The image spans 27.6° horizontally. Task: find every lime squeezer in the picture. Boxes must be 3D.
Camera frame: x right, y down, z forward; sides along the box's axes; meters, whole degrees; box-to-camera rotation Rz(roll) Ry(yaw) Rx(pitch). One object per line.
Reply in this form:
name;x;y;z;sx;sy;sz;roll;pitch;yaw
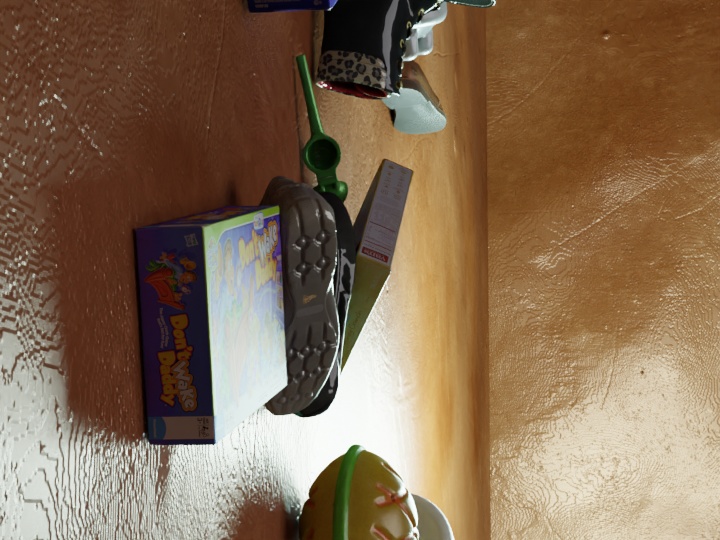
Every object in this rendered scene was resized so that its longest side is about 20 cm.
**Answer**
lime squeezer;-0.032;-0.105;1.388;0.071;0.037;0.201;-81;165;-45

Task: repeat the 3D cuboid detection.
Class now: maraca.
maraca;-0.003;0.255;1.304;0.137;0.106;0.202;54;35;-60

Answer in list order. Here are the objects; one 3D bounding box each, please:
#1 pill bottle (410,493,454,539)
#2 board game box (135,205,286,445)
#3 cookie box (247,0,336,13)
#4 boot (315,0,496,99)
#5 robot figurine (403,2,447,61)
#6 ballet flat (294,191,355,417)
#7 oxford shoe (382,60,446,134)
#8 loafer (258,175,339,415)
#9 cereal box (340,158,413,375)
pill bottle;0.054;0.329;1.589;0.201;0.115;0.117;73;19;-59
board game box;-0.096;0.030;0.989;0.200;0.044;0.136;-33;121;-78
cookie box;-0.052;-0.330;1.197;0.171;0.074;0.202;-68;155;-65
boot;0.044;-0.244;1.475;0.073;0.202;0.156;166;-70;-64
robot figurine;0.034;-0.330;1.578;0.169;0.112;0.202;-35;124;-62
ballet flat;-0.042;0.023;1.250;0.068;0.067;0.202;31;58;-63
oxford shoe;0.071;-0.230;1.901;0.200;0.071;0.072;55;30;-70
loafer;-0.056;0.022;1.150;0.070;0.069;0.202;47;-43;48
cereal box;0.000;0.000;1.392;0.201;0.039;0.145;-75;-171;-59
